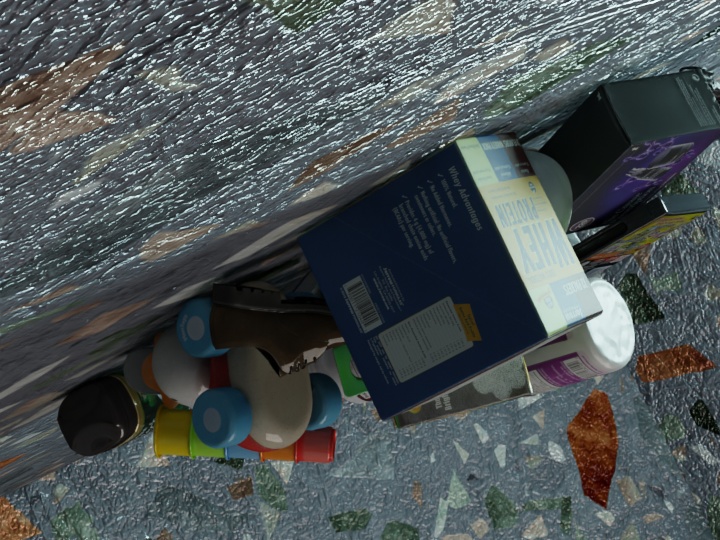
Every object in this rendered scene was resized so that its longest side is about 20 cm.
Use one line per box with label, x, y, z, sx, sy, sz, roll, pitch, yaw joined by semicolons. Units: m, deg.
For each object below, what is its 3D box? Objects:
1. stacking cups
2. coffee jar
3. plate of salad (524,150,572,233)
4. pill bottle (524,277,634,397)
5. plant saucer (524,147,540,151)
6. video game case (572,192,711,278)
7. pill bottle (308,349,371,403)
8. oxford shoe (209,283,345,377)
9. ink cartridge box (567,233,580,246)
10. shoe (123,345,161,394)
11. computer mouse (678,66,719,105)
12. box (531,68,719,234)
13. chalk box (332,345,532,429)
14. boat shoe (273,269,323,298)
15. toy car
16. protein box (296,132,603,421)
stacking cups;-0.127;0.185;1.631;0.198;0.061;0.061;4;179;7
coffee jar;-0.282;0.165;1.846;0.104;0.086;0.200;-30;175;31
plate of salad;0.138;-0.036;1.537;0.199;0.201;0.048;-29;133;23
pill bottle;0.215;0.087;1.753;0.199;0.113;0.112;-21;180;39
plant saucer;0.138;-0.093;1.716;0.199;0.035;0.200;-26;175;-3
video game case;0.294;-0.034;1.685;0.180;0.026;0.200;-31;169;25
pill bottle;0.025;0.092;1.771;0.199;0.114;0.113;-21;179;26
oxford shoe;-0.058;0.066;1.479;0.198;0.085;0.073;8;178;-19
ink cartridge box;0.170;0.007;1.798;0.116;0.068;0.200;-24;166;-31
shoe;-0.166;0.118;1.701;0.198;0.072;0.091;7;-174;9
computer mouse;0.312;-0.174;1.661;0.199;0.053;0.138;-31;161;20
box;0.267;-0.119;1.554;0.140;0.079;0.200;-10;157;-30
chalk box;0.072;0.082;1.601;0.198;0.125;0.124;-14;-160;4
boat shoe;-0.087;0.040;1.750;0.066;0.074;0.200;13;-154;17
toy car;-0.156;0.114;1.588;0.199;0.178;0.184;-15;173;37
protein box;0.085;0.005;1.411;0.199;0.200;0.135;-30;172;31
